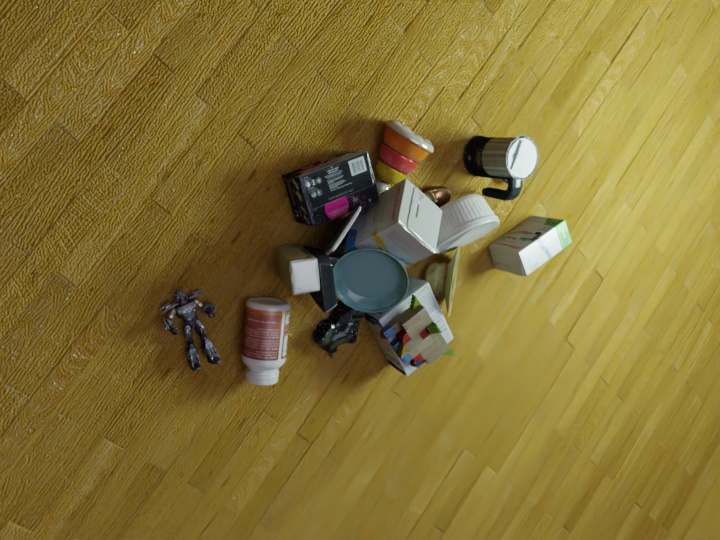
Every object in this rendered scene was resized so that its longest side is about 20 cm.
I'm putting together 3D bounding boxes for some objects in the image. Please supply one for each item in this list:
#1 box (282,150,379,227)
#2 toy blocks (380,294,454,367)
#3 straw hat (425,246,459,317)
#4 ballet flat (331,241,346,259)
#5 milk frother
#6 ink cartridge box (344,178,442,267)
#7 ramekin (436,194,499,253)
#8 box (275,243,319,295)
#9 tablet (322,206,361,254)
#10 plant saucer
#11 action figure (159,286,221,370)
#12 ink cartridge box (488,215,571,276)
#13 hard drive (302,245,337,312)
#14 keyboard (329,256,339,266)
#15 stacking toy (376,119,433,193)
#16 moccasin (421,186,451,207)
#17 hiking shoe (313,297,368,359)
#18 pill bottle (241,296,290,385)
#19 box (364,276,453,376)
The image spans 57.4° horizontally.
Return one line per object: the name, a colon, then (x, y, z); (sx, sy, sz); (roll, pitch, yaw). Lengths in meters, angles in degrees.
box: (-0.074, -0.209, 1.642); (0.198, 0.114, 0.134); (-25, 110, -24)
toy blocks: (0.142, 0.186, 1.747); (0.136, 0.100, 0.201); (-37, 115, -5)
straw hat: (0.226, 0.026, 1.873); (0.084, 0.201, 0.204); (8, 98, 12)
ballet flat: (0.000, 0.000, 1.750); (0.068, 0.072, 0.200); (-44, 117, -9)
milk frother: (0.432, -0.308, 1.867); (0.199, 0.188, 0.182); (-28, 113, -22)
ink cartridge box: (0.084, -0.103, 1.677); (0.144, 0.199, 0.149); (35, 49, -29)
ramekin: (0.275, -0.132, 1.816); (0.200, 0.202, 0.095); (-18, 78, -25)
box: (-0.154, -0.007, 1.583); (0.067, 0.200, 0.083); (-8, 106, -15)
tablet: (-0.051, -0.090, 1.634); (0.014, 0.200, 0.131); (34, 80, -8)
plant saucer: (0.024, 0.019, 1.668); (0.197, 0.036, 0.202); (3, 126, 4)
action figure: (-0.396, 0.132, 1.556); (0.129, 0.069, 0.202); (-22, 107, -19)
ink cartridge box: (0.508, -0.077, 1.982); (0.199, 0.144, 0.085); (-32, 113, -19)
hard drive: (-0.101, 0.015, 1.619); (0.042, 0.200, 0.137); (-10, 106, -14)
keyboard: (0.004, 0.011, 1.708); (0.198, 0.011, 0.057); (16, 129, -10)
stacking toy: (0.087, -0.280, 1.734); (0.145, 0.146, 0.201); (23, 107, -31)
moccasin: (0.168, -0.182, 1.806); (0.199, 0.077, 0.075); (-17, 108, -26)
hiking shoe: (-0.034, 0.142, 1.769); (0.200, 0.076, 0.101); (-42, 126, -7)
pill bottle: (-0.237, 0.174, 1.628); (0.111, 0.112, 0.203); (3, 99, -30)
box: (0.134, 0.153, 1.839); (0.183, 0.105, 0.202); (-35, 114, -18)
